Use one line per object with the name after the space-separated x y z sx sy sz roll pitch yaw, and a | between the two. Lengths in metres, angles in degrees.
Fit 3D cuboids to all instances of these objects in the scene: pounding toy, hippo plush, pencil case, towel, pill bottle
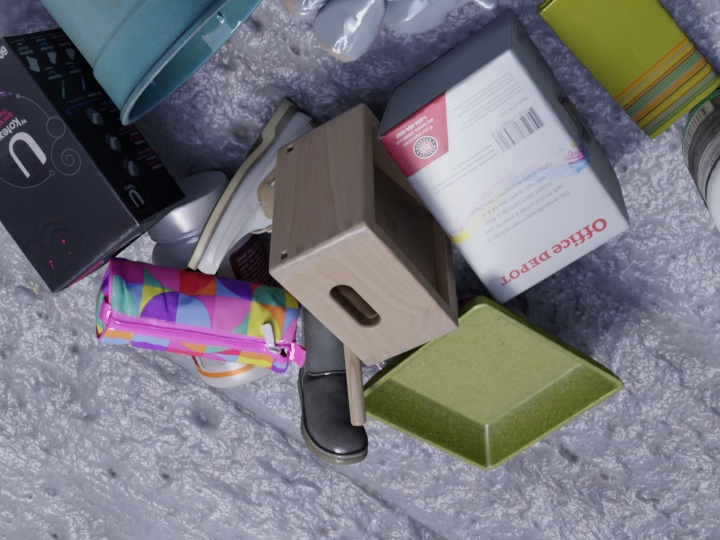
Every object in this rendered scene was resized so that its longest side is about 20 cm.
0.000 0.000 0.968 0.141 0.186 0.200 -24 132 23 | pounding toy
0.036 -0.284 0.910 0.199 0.160 0.161 -32 81 37 | hippo plush
-0.150 0.043 0.998 0.197 0.089 0.089 10 119 -15 | pencil case
0.246 -0.203 0.953 0.086 0.018 0.199 -40 128 19 | towel
-0.149 0.008 1.095 0.113 0.115 0.202 -13 114 13 | pill bottle
0.357 -0.085 0.933 0.111 0.201 0.115 2 118 5 | pill bottle

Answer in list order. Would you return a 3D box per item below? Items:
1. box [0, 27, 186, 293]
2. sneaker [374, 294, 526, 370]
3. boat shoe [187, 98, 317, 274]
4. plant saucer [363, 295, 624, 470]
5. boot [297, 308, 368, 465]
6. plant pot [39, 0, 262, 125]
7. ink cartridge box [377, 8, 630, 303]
-0.278 -0.103 0.971 0.122 0.106 0.201 -34 95 23 | box
0.092 0.064 1.118 0.197 0.082 0.089 5 117 -5 | sneaker
-0.093 -0.073 1.010 0.068 0.201 0.075 33 155 -9 | boat shoe
0.122 0.106 1.049 0.198 0.048 0.200 28 129 -27 | plant saucer
-0.030 0.071 1.087 0.072 0.182 0.202 -3 122 -21 | boot
-0.204 -0.271 0.929 0.200 0.200 0.196 -40 98 23 | plant pot
0.135 -0.106 0.983 0.144 0.145 0.201 -31 108 20 | ink cartridge box
